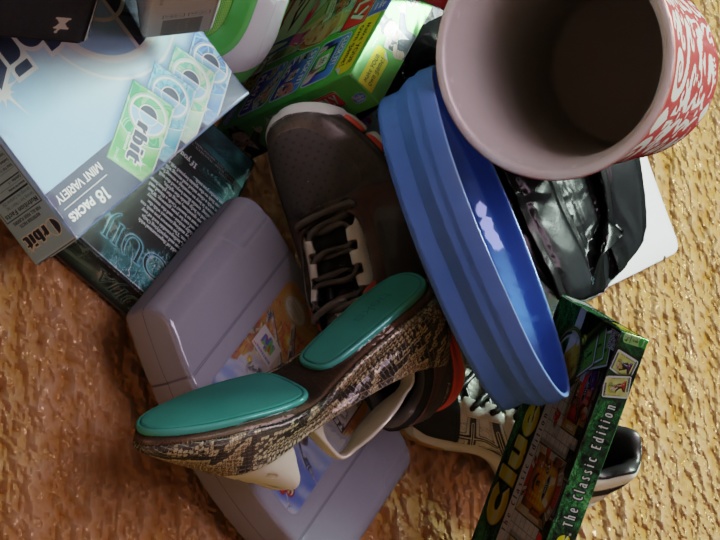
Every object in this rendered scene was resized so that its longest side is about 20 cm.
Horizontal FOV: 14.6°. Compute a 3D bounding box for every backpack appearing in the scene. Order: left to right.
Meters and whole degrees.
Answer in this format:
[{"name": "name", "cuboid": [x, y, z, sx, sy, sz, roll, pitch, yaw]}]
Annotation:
[{"name": "backpack", "cuboid": [0.087, -0.065, 1.753, 0.167, 0.126, 0.201, -30, 95, -36]}]

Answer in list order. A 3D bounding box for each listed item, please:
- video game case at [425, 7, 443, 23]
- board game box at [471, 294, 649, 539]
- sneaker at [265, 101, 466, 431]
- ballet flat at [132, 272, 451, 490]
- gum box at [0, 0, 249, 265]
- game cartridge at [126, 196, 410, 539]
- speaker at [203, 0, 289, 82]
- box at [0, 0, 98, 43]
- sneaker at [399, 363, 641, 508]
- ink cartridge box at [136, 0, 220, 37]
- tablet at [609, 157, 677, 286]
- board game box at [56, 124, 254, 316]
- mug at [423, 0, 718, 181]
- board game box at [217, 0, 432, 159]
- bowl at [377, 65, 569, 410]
[{"name": "video game case", "cuboid": [0.034, -0.258, 1.858, 0.181, 0.025, 0.200, 50, 45, -17]}, {"name": "board game box", "cuboid": [0.108, 0.120, 1.636, 0.023, 0.105, 0.201, 18, 95, -16]}, {"name": "sneaker", "cuboid": [0.000, 0.000, 1.597, 0.201, 0.077, 0.082, 63, 27, -9]}, {"name": "ballet flat", "cuboid": [-0.028, 0.075, 1.525, 0.199, 0.068, 0.076, -29, 117, -25]}, {"name": "gum box", "cuboid": [-0.176, -0.130, 1.533, 0.200, 0.044, 0.170, 54, 45, -8]}, {"name": "game cartridge", "cuboid": [-0.051, 0.075, 1.596, 0.201, 0.041, 0.133, 59, 37, -21]}, {"name": "speaker", "cuboid": [-0.067, -0.204, 1.602, 0.088, 0.201, 0.089, 13, 39, -11]}, {"name": "box", "cuboid": [-0.232, -0.232, 1.431, 0.199, 0.124, 0.199, 3, 49, -20]}, {"name": "sneaker", "cuboid": [0.090, 0.079, 1.718, 0.199, 0.087, 0.076, 30, 55, -30]}, {"name": "ink cartridge box", "cuboid": [-0.103, -0.224, 1.461, 0.044, 0.200, 0.177, -7, 87, -7]}, {"name": "tablet", "cuboid": [0.149, -0.091, 1.891, 0.130, 0.014, 0.201, -23, 96, -48]}, {"name": "board game box", "cuboid": [-0.156, -0.073, 1.585, 0.200, 0.028, 0.136, 43, 48, -23]}, {"name": "mug", "cuboid": [0.122, -0.137, 1.597, 0.178, 0.133, 0.200, 58, 16, 9]}, {"name": "board game box", "cuboid": [0.001, -0.162, 1.686, 0.029, 0.134, 0.201, 42, 54, -21]}, {"name": "bowl", "cuboid": [0.062, -0.015, 1.579, 0.201, 0.039, 0.202, -23, 90, -81]}]
